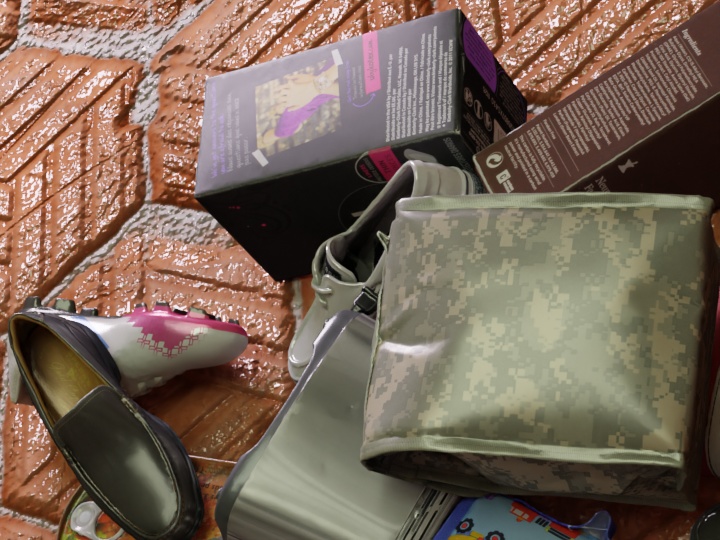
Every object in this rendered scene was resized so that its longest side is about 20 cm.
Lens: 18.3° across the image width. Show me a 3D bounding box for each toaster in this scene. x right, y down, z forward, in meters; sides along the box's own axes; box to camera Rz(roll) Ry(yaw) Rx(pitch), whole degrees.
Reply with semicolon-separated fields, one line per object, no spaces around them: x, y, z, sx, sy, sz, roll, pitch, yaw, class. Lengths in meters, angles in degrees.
0.009;0.119;1.377;0.129;0.114;0.200;27;66;15;toaster

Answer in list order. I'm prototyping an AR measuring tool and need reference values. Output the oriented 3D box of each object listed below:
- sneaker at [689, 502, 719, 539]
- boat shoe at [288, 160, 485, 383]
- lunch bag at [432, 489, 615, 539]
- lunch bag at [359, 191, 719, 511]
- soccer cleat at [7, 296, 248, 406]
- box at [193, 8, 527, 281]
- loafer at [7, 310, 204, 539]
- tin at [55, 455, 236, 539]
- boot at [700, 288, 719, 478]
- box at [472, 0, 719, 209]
0.273;0.140;1.242;0.199;0.079;0.076;-5;57;30;sneaker
0.000;0.000;1.467;0.200;0.065;0.074;-52;36;27;boat shoe
0.091;0.220;1.278;0.150;0.094;0.200;24;68;25;lunch bag
0.101;0.045;1.291;0.199;0.118;0.165;4;72;13;lunch bag
-0.165;0.067;1.576;0.199;0.070;0.087;1;79;32;soccer cleat
0.002;-0.082;1.527;0.199;0.122;0.107;-13;54;24;box
-0.176;0.106;1.482;0.073;0.072;0.200;-45;59;4;loafer
-0.114;0.181;1.477;0.199;0.042;0.112;6;59;34;tin
0.196;0.026;1.375;0.144;0.072;0.201;6;66;36;boot
0.185;-0.077;1.430;0.199;0.100;0.075;-34;48;9;box
